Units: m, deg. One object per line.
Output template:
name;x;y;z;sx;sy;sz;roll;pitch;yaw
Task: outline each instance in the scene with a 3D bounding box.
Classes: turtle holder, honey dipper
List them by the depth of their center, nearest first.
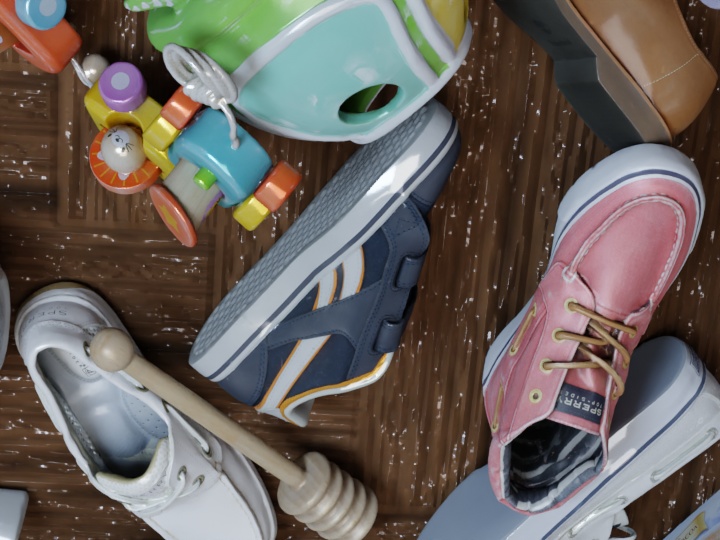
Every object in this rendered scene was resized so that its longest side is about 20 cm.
turtle holder;-0.005;-0.143;0.924;0.186;0.141;0.132;-45;109;5
honey dipper;-0.067;0.087;1.064;0.038;0.038;0.200;-40;127;17

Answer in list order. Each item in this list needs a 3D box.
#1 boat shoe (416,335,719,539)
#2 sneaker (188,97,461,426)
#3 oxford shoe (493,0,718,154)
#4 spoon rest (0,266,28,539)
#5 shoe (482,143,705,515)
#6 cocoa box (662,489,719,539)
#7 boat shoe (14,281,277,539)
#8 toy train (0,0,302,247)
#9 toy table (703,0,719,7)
boat shoe;0.122;0.128;1.107;0.202;0.075;0.086;-42;115;7
sneaker;0.000;0.000;1.029;0.079;0.079;0.200;37;121;-13
oxford shoe;0.103;-0.147;0.975;0.071;0.071;0.200;-43;114;-10
spoon rest;-0.211;0.061;1.050;0.060;0.100;0.201;3;129;2
shoe;0.116;0.035;1.011;0.071;0.092;0.201;15;134;-13
cocoa box;0.267;0.170;1.094;0.133;0.132;0.200;39;110;-19
boat shoe;-0.117;0.099;1.078;0.071;0.069;0.200;-35;114;13
toy train;-0.117;-0.077;0.939;0.056;0.199;0.150;-50;136;-10
toy table;0.201;-0.183;0.867;0.116;0.201;0.185;-1;131;-4
